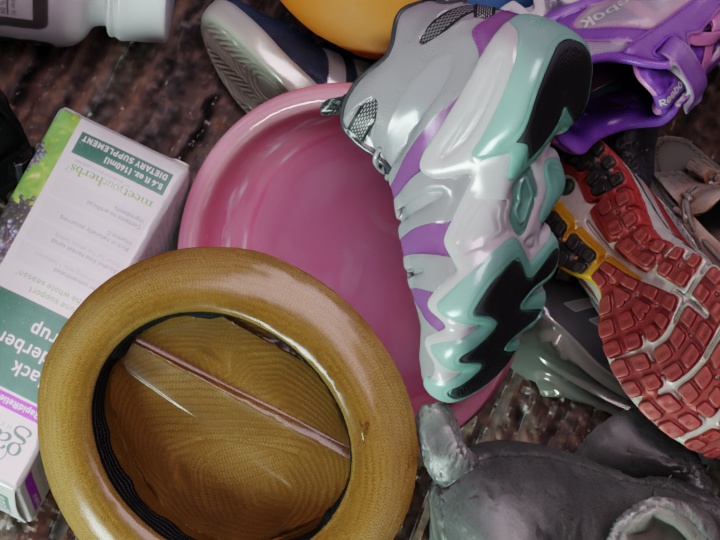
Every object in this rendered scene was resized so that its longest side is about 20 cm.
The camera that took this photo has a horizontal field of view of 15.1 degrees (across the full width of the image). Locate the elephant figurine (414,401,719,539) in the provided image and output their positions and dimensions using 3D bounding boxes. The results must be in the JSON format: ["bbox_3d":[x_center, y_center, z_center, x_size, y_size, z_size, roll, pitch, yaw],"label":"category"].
[{"bbox_3d":[0.140,0.141,1.403,0.199,0.155,0.142,-11,64,-3],"label":"elephant figurine"}]

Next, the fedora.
[{"bbox_3d":[-0.065,0.081,1.399,0.200,0.082,0.202,1,95,7],"label":"fedora"}]

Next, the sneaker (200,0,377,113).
[{"bbox_3d":[0.005,-0.097,1.507,0.200,0.075,0.085,39,69,3],"label":"sneaker"}]

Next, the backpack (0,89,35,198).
[{"bbox_3d":[-0.293,-0.055,1.443,0.200,0.163,0.154,-44,70,-8],"label":"backpack"}]

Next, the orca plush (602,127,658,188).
[{"bbox_3d":[0.120,-0.108,1.489,0.071,0.105,0.201,11,86,-29],"label":"orca plush"}]

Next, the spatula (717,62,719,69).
[{"bbox_3d":[0.207,-0.092,1.467,0.056,0.200,0.021,-25,32,3],"label":"spatula"}]

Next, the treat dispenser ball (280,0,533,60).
[{"bbox_3d":[0.032,-0.209,1.442,0.200,0.201,0.202,1,72,-2],"label":"treat dispenser ball"}]

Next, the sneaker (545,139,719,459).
[{"bbox_3d":[0.157,0.011,1.398,0.078,0.082,0.200,-37,64,15],"label":"sneaker"}]

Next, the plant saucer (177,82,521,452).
[{"bbox_3d":[0.000,0.000,1.441,0.200,0.051,0.201,4,99,26],"label":"plant saucer"}]

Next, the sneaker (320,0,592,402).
[{"bbox_3d":[0.031,-0.046,1.358,0.140,0.078,0.201,25,109,31],"label":"sneaker"}]

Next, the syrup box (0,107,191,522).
[{"bbox_3d":[-0.168,0.025,1.451,0.079,0.081,0.201,25,72,6],"label":"syrup box"}]

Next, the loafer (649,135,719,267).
[{"bbox_3d":[0.203,-0.012,1.448,0.072,0.063,0.200,-2,43,-20],"label":"loafer"}]

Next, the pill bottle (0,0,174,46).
[{"bbox_3d":[-0.200,-0.184,1.499,0.199,0.114,0.114,6,72,-1],"label":"pill bottle"}]

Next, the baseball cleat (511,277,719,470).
[{"bbox_3d":[0.149,0.035,1.479,0.200,0.070,0.107,32,60,3],"label":"baseball cleat"}]

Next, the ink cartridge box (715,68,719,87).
[{"bbox_3d":[0.327,-0.124,1.524,0.200,0.075,0.165,-42,77,-14],"label":"ink cartridge box"}]

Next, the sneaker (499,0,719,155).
[{"bbox_3d":[0.159,-0.120,1.370,0.200,0.081,0.089,-28,38,5],"label":"sneaker"}]
